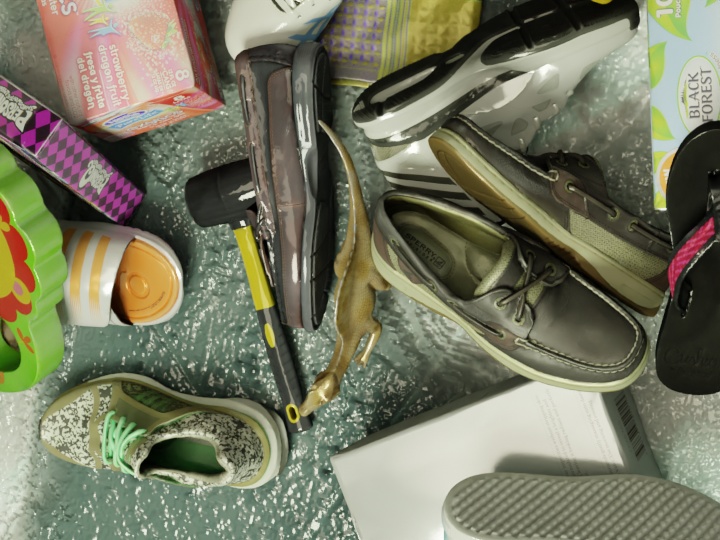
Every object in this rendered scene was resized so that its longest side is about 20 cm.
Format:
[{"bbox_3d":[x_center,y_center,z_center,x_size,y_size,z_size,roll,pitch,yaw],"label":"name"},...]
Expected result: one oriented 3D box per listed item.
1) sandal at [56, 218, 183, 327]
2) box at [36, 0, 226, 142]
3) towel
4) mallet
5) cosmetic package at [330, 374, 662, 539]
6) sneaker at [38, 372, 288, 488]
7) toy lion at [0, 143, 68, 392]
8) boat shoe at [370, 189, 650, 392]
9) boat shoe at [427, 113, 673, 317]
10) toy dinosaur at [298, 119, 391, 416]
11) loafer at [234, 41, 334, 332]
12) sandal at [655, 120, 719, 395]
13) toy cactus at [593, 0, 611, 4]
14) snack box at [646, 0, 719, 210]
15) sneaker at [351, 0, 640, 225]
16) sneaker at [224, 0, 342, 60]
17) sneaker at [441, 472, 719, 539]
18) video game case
[{"bbox_3d":[-0.228,0.004,1.131,0.204,0.059,0.080,12,119,21],"label":"sandal"},{"bbox_3d":[-0.170,-0.202,1.054,0.093,0.103,0.203,-16,86,7],"label":"box"},{"bbox_3d":[0.020,-0.220,1.043,0.142,0.023,0.203,12,101,19],"label":"towel"},{"bbox_3d":[-0.080,0.021,1.103,0.065,0.041,0.203,-6,99,21],"label":"mallet"},{"bbox_3d":[0.092,0.138,1.032,0.198,0.081,0.114,-21,89,22],"label":"cosmetic package"},{"bbox_3d":[-0.156,0.123,1.112,0.197,0.088,0.078,2,98,20],"label":"sneaker"},{"bbox_3d":[-0.269,-0.004,1.086,0.190,0.069,0.202,-3,117,45],"label":"toy lion"},{"bbox_3d":[0.089,0.010,0.959,0.199,0.066,0.072,29,75,20],"label":"boat shoe"},{"bbox_3d":[0.129,-0.046,0.976,0.199,0.073,0.065,35,88,-26],"label":"boat shoe"},{"bbox_3d":[0.000,0.000,1.034,0.057,0.101,0.203,9,101,17],"label":"toy dinosaur"},{"bbox_3d":[-0.053,-0.058,1.049,0.062,0.072,0.203,4,109,12],"label":"loafer"},{"bbox_3d":[0.223,0.003,0.946,0.074,0.045,0.202,5,122,8],"label":"sandal"},{"bbox_3d":[0.195,-0.209,0.873,0.197,0.165,0.104,-11,80,20],"label":"toy cactus"},{"bbox_3d":[0.282,-0.113,0.947,0.197,0.053,0.145,-1,95,20],"label":"snack box"},{"bbox_3d":[0.104,-0.103,1.015,0.198,0.076,0.116,-24,117,6],"label":"sneaker"},{"bbox_3d":[-0.024,-0.212,1.011,0.200,0.072,0.072,-43,83,20],"label":"sneaker"},{"bbox_3d":[0.148,0.177,0.952,0.197,0.074,0.083,9,137,9],"label":"sneaker"},{"bbox_3d":[-0.252,-0.111,1.061,0.180,0.200,0.036,34,85,13],"label":"video game case"}]
